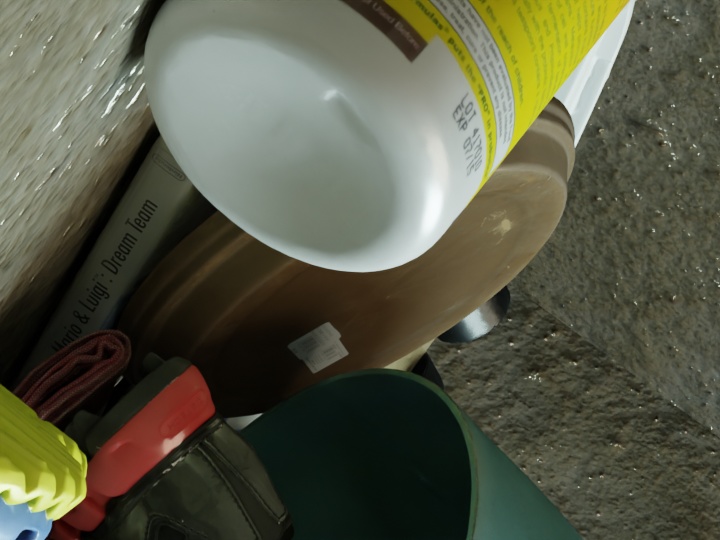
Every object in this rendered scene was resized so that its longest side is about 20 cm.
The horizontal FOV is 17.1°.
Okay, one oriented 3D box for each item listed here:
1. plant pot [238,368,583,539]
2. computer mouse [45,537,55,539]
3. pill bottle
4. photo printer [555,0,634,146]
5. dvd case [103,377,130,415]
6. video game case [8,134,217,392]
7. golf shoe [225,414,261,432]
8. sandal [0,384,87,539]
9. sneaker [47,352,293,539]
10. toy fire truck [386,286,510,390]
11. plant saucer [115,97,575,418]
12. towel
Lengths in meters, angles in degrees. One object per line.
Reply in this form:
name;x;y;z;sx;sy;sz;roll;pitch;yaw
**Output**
plant pot;0.019;0.165;0.923;0.201;0.161;0.201;-33;-146;26
computer mouse;-0.157;0.142;0.811;0.200;0.053;0.138;-41;170;37
pill bottle;0.027;-0.099;0.761;0.200;0.109;0.109;-51;175;-35
photo printer;0.075;-0.123;1.090;0.200;0.069;0.166;-77;-172;-51
dvd case;-0.101;0.151;1.034;0.200;0.150;0.025;-47;-155;19
video game case;-0.070;-0.020;0.960;0.182;0.024;0.200;-55;177;33
golf shoe;-0.062;0.068;1.081;0.200;0.097;0.078;-45;-176;-11
sandal;-0.126;0.066;0.663;0.087;0.079;0.200;-50;174;-7
sneaker;-0.085;0.117;0.877;0.071;0.098;0.200;-42;173;-43
toy fire truck;-0.043;0.029;1.237;0.176;0.200;0.129;-53;133;-26
plant saucer;0.000;0.000;0.917;0.200;0.029;0.200;-26;161;-10
towel;-0.158;0.107;0.875;0.144;0.023;0.200;-40;170;-34
